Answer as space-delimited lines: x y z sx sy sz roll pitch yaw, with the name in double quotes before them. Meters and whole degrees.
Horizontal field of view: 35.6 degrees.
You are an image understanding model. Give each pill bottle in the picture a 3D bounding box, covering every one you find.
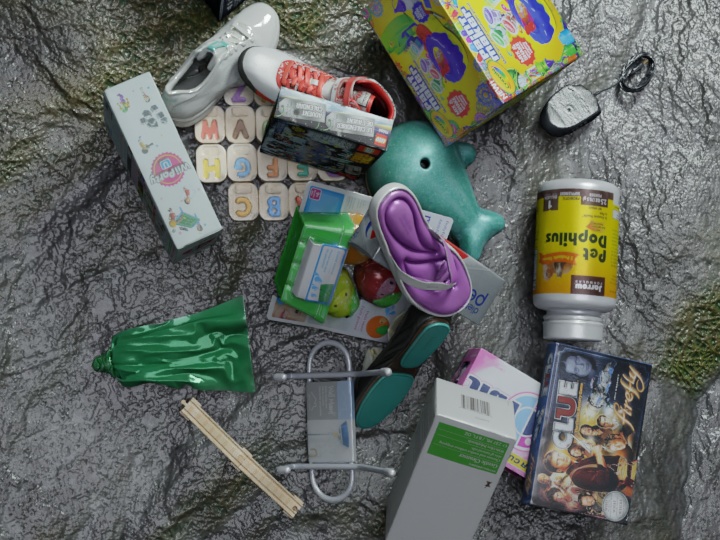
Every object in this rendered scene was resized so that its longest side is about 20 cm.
"pill bottle" 0.279 -0.011 1.453 0.107 0.109 0.204 4 85 -9

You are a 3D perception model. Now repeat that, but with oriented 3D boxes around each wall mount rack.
"wall mount rack" -0.025 0.186 1.372 0.171 0.074 0.204 -5 85 26

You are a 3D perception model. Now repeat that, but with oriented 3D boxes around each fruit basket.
"fruit basket" 0.000 0.000 1.394 0.197 0.094 0.188 15 109 -13

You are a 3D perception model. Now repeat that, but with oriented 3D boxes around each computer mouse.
"computer mouse" 0.323 -0.238 1.525 0.198 0.034 0.059 -30 74 -16

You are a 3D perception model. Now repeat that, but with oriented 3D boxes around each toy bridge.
"toy bridge" -0.148 0.230 1.381 0.200 0.067 0.027 45 80 -4

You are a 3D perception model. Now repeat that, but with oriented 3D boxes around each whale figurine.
"whale figurine" 0.099 -0.102 1.432 0.200 0.104 0.159 43 79 -2

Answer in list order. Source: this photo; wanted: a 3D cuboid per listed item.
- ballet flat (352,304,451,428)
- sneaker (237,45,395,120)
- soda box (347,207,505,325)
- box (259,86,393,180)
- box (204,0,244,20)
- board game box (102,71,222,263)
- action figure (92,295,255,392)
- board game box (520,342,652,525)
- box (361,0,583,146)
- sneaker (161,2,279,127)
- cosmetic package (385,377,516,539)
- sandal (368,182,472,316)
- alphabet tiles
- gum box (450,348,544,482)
"ballet flat" 0.046 0.110 1.409 0.067 0.069 0.201 16 123 -37
"sneaker" -0.048 -0.228 1.387 0.200 0.107 0.068 31 69 -23
"soda box" 0.083 -0.010 1.360 0.199 0.063 0.069 32 91 -36
"box" -0.046 -0.160 1.349 0.134 0.200 0.041 15 83 -8
"box" -0.149 -0.446 1.418 0.199 0.104 0.149 -41 92 -11
"board game box" -0.241 -0.119 1.354 0.063 0.147 0.203 -25 90 -13
"action figure" -0.233 0.102 1.383 0.196 0.055 0.121 -7 88 -3
"board game box" 0.284 0.204 1.407 0.133 0.035 0.204 12 82 -10
"box" 0.142 -0.298 1.410 0.192 0.122 0.202 -34 92 -39
"sneaker" -0.172 -0.268 1.401 0.075 0.089 0.201 37 75 9
"cosmetic package" 0.108 0.246 1.367 0.106 0.085 0.203 16 116 -4
"sandal" 0.072 -0.012 1.282 0.083 0.050 0.203 -45 125 -7
"alphabet tiles" -0.115 -0.163 1.446 0.196 0.015 0.200 -1 86 -11
"gum box" 0.194 0.194 1.443 0.198 0.066 0.115 31 80 -6
